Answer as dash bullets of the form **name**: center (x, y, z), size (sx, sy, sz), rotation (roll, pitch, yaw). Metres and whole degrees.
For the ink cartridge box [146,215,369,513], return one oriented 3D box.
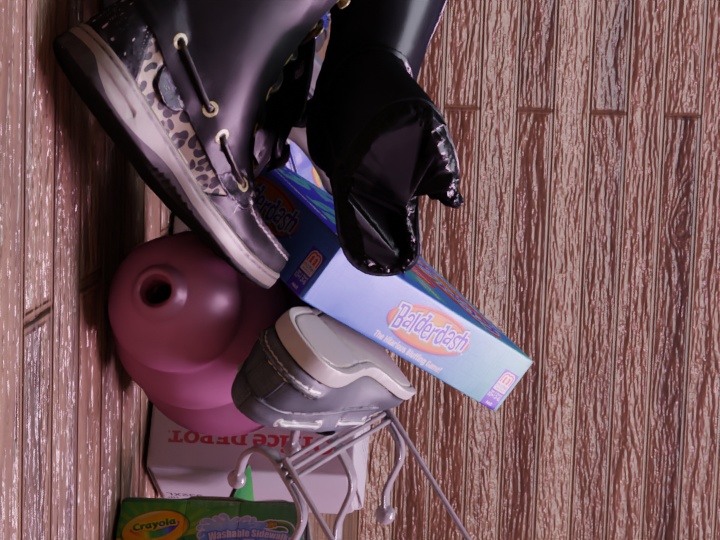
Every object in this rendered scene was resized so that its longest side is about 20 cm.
- **ink cartridge box**: center (-0.064, 0.059, 1.350), size (0.084, 0.144, 0.201), rotation (81, 12, -67)

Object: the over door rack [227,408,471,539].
- **over door rack**: center (0.018, 0.176, 1.180), size (0.067, 0.200, 0.148), rotation (-47, 169, 29)

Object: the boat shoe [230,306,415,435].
- **boat shoe**: center (-0.023, 0.064, 1.150), size (0.073, 0.062, 0.200), rotation (49, 9, 14)

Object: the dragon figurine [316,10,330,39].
- **dragon figurine**: center (-0.062, -0.251, 1.517), size (0.201, 0.099, 0.059), rotation (-83, 174, -45)

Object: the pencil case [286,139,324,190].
- **pencil case**: center (-0.064, -0.087, 1.489), size (0.087, 0.078, 0.201), rotation (-112, -174, -58)

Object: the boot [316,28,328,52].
- **boot**: center (-0.071, -0.131, 1.662), size (0.182, 0.072, 0.202), rotation (10, 76, -72)

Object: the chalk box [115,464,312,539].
- **chalk box**: center (-0.093, 0.221, 1.220), size (0.125, 0.123, 0.201), rotation (86, 7, -51)

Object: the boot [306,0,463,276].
- **boot**: center (0.022, -0.114, 1.066), size (0.168, 0.076, 0.201), rotation (-114, -145, -64)

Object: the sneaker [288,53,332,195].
- **sneaker**: center (-0.061, -0.134, 1.380), size (0.071, 0.200, 0.073), rotation (-44, 168, 7)

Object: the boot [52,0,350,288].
- **boot**: center (-0.055, -0.097, 1.035), size (0.073, 0.154, 0.204), rotation (37, -12, 46)

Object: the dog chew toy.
- **dog chew toy**: center (-0.095, 0.031, 1.166), size (0.200, 0.124, 0.126), rotation (45, 47, -73)

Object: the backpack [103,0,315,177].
- **backpack**: center (-0.084, -0.174, 1.115), size (0.163, 0.153, 0.201), rotation (-65, 174, -55)

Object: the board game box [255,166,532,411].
- **board game box**: center (0.000, 0.000, 1.204), size (0.045, 0.152, 0.200), rotation (-52, 136, 6)
